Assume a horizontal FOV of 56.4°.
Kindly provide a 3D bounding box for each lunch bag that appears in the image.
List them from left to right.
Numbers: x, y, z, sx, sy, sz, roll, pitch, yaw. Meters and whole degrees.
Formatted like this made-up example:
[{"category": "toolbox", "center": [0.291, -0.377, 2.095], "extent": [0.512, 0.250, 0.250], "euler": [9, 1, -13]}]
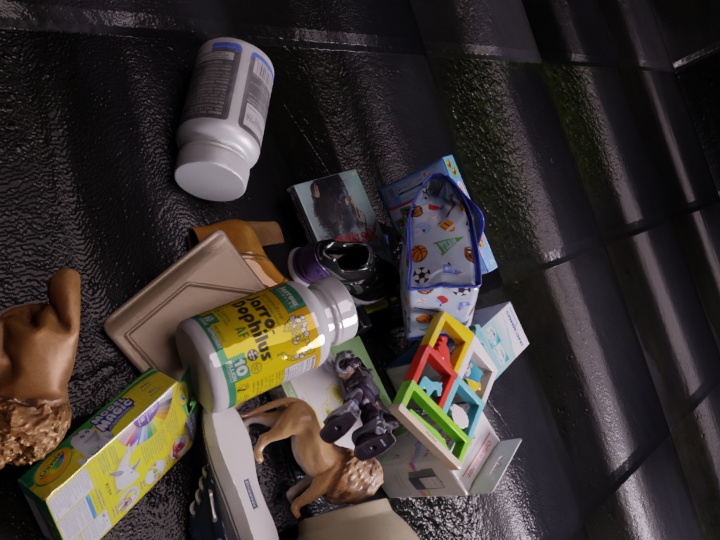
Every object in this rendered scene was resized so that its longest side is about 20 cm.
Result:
[{"category": "lunch bag", "center": [0.118, -0.020, 1.005], "extent": [0.123, 0.170, 0.201], "euler": [-1, 57, -1]}]

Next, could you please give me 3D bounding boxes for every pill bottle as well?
[{"category": "pill bottle", "center": [-0.187, -0.204, 0.917], "extent": [0.113, 0.113, 0.201], "euler": [25, 59, -35]}, {"category": "pill bottle", "center": [-0.106, 0.079, 0.801], "extent": [0.199, 0.113, 0.113], "euler": [-21, 90, -29]}]

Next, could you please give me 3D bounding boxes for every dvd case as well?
[{"category": "dvd case", "center": [-0.019, -0.049, 1.029], "extent": [0.146, 0.022, 0.201], "euler": [-22, 91, -46]}]

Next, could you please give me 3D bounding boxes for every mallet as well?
[{"category": "mallet", "center": [0.029, 0.047, 1.092], "extent": [0.066, 0.041, 0.200], "euler": [54, 36, 7]}]

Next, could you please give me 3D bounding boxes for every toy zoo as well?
[{"category": "toy zoo", "center": [0.124, 0.149, 0.918], "extent": [0.131, 0.020, 0.200], "euler": [46, 51, -20]}]

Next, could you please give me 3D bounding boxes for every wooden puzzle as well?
[{"category": "wooden puzzle", "center": [-0.188, 0.080, 0.838], "extent": [0.185, 0.037, 0.201], "euler": [-43, 112, -23]}]

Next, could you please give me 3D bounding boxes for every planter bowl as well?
[{"category": "planter bowl", "center": [-0.008, 0.365, 0.836], "extent": [0.199, 0.200, 0.136], "euler": [4, 62, -43]}]

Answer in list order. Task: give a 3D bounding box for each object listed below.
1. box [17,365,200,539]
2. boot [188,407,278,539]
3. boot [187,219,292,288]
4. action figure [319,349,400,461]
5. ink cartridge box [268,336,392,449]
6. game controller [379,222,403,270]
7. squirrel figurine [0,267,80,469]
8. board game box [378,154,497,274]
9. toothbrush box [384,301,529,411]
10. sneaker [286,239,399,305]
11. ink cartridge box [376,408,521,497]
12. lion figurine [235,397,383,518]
[{"category": "box", "center": [-0.252, 0.193, 0.716], "extent": [0.200, 0.048, 0.118], "euler": [-43, 146, -42]}, {"category": "boot", "center": [-0.170, 0.256, 0.788], "extent": [0.073, 0.090, 0.201], "euler": [25, 41, -64]}, {"category": "boot", "center": [-0.153, 0.029, 0.907], "extent": [0.143, 0.071, 0.202], "euler": [-14, 82, -39]}, {"category": "action figure", "center": [0.005, 0.175, 0.894], "extent": [0.130, 0.069, 0.200], "euler": [44, 14, -8]}, {"category": "ink cartridge box", "center": [-0.027, 0.183, 0.978], "extent": [0.200, 0.048, 0.146], "euler": [-29, 95, -43]}, {"category": "game controller", "center": [0.002, -0.042, 1.082], "extent": [0.199, 0.042, 0.105], "euler": [19, 48, -38]}, {"category": "squirrel figurine", "center": [-0.372, 0.098, 0.621], "extent": [0.186, 0.141, 0.201], "euler": [5, 69, -36]}, {"category": "board game box", "center": [0.129, -0.074, 1.145], "extent": [0.037, 0.151, 0.201], "euler": [-23, 92, -47]}, {"category": "toothbrush box", "center": [0.160, 0.140, 1.102], "extent": [0.200, 0.146, 0.086], "euler": [-33, 99, -46]}, {"category": "sneaker", "center": [0.000, 0.000, 0.948], "extent": [0.199, 0.087, 0.076], "euler": [8, 68, -44]}, {"category": "ink cartridge box", "center": [0.121, 0.265, 0.979], "extent": [0.117, 0.199, 0.068], "euler": [-43, 105, -44]}, {"category": "lion figurine", "center": [-0.064, 0.227, 0.858], "extent": [0.122, 0.072, 0.201], "euler": [-35, 100, -8]}]
